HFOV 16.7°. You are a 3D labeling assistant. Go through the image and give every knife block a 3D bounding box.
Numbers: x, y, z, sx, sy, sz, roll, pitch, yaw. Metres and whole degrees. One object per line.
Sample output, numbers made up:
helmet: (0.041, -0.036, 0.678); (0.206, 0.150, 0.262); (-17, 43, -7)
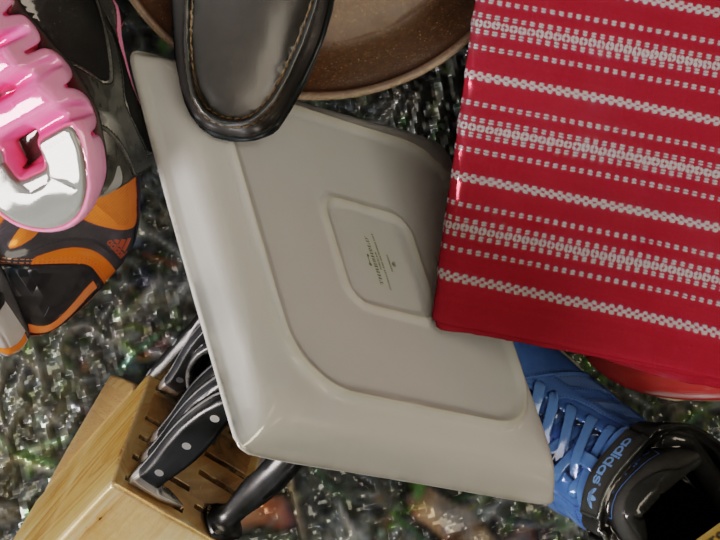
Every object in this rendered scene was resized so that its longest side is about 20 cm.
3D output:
knife block: (-0.093, 0.108, 1.074); (0.064, 0.175, 0.201); (32, 84, -14)

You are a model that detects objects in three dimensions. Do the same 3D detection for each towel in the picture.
towel: (0.111, -0.057, 1.032); (0.144, 0.022, 0.201); (11, 102, 13)

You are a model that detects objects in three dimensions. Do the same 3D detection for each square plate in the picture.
square plate: (0.000, 0.000, 1.075); (0.197, 0.028, 0.201); (14, 49, -44)

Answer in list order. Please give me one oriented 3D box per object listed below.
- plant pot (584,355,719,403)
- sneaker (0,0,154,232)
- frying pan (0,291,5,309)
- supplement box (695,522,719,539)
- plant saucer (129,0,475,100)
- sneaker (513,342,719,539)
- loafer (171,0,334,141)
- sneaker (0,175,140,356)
plant pot: (0.182, -0.047, 1.137); (0.199, 0.200, 0.184); (-15, 103, -15)
sneaker: (-0.145, -0.117, 1.054); (0.095, 0.079, 0.201); (-23, 92, -54)
frying pan: (-0.261, 0.035, 1.080); (0.190, 0.031, 0.115); (-43, 99, 3)
supplement box: (0.199, 0.197, 1.145); (0.131, 0.200, 0.103); (-35, 58, -12)
plant saucer: (-0.018, -0.174, 1.073); (0.199, 0.037, 0.202); (0, 89, 0)
sneaker: (0.103, 0.081, 1.162); (0.200, 0.111, 0.077); (38, 83, -14)
loafer: (-0.041, -0.155, 1.016); (0.072, 0.072, 0.201); (7, 87, 2)
sneaker: (-0.172, -0.071, 1.102); (0.112, 0.077, 0.201); (-37, 113, -15)
